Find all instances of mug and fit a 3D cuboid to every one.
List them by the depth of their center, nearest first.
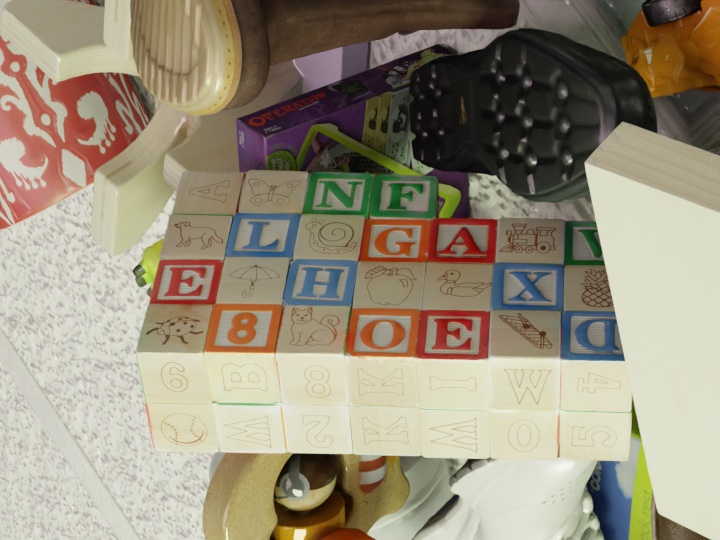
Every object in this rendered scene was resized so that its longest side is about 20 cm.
[{"bbox_3d":[-0.204,-0.143,1.092,0.133,0.178,0.201,-26,99,18],"label":"mug"}]

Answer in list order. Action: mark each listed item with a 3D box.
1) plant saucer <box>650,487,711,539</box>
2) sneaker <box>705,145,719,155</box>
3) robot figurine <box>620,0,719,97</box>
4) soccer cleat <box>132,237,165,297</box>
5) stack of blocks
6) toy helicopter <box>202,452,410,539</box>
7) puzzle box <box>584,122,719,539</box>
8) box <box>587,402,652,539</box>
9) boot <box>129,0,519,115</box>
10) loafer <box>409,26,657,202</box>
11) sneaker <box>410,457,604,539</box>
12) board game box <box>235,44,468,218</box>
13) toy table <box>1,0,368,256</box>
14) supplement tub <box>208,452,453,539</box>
[{"bbox_3d":[0.209,0.105,0.741,0.199,0.032,0.202,1,92,40],"label":"plant saucer"},{"bbox_3d":[0.169,-0.023,0.724,0.077,0.085,0.200,62,168,-9],"label":"sneaker"},{"bbox_3d":[0.161,-0.128,0.671,0.199,0.058,0.146,-8,108,54],"label":"robot figurine"},{"bbox_3d":[-0.050,0.017,0.950,0.065,0.084,0.200,53,-177,28],"label":"soccer cleat"},{"bbox_3d":[0.015,0.017,0.786,0.198,0.116,0.059,1,132,7],"label":"stack of blocks"},{"bbox_3d":[-0.002,0.060,0.883,0.079,0.200,0.133,22,152,46],"label":"toy helicopter"},{"bbox_3d":[0.154,0.046,0.671,0.132,0.025,0.201,24,148,36],"label":"puzzle box"},{"bbox_3d":[0.162,0.127,0.858,0.199,0.048,0.123,28,133,36],"label":"box"},{"bbox_3d":[-0.011,-0.116,0.750,0.200,0.165,0.073,-117,34,-58],"label":"boot"},{"bbox_3d":[0.078,-0.066,0.763,0.200,0.070,0.069,-161,67,-73],"label":"loafer"},{"bbox_3d":[0.083,0.117,0.859,0.087,0.074,0.200,44,153,14],"label":"sneaker"},{"bbox_3d":[0.000,0.000,0.907,0.032,0.120,0.201,31,135,40],"label":"board game box"},{"bbox_3d":[-0.083,-0.102,0.945,0.183,0.117,0.201,32,137,35],"label":"toy table"},{"bbox_3d":[-0.002,0.183,1.026,0.131,0.132,0.201,14,125,46],"label":"supplement tub"}]
